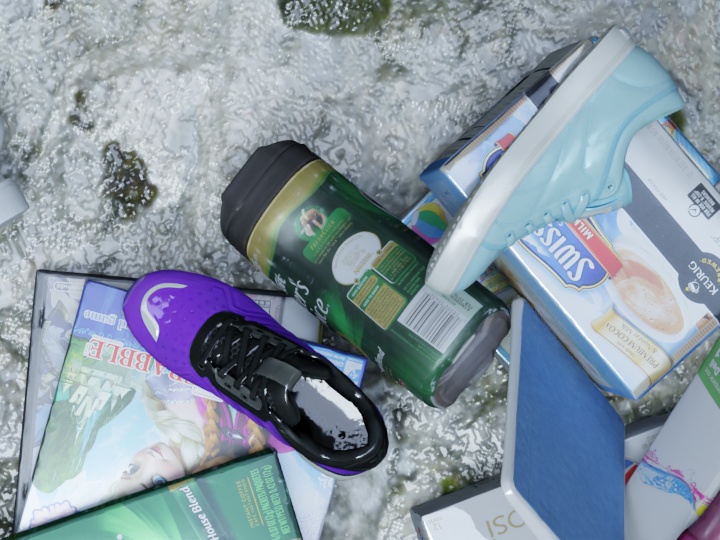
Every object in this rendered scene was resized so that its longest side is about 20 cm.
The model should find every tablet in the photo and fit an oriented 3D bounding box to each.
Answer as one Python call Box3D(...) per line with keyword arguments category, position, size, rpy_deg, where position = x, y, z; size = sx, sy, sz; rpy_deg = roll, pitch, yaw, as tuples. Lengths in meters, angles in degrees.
Box3D(category="tablet", position=(0.130, 0.117, 1.521), size=(0.014, 0.201, 0.130), rpy_deg=(-29, 117, 24))

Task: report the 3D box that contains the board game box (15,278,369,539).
Box3D(category="board game box", position=(-0.115, 0.127, 1.599), size=(0.198, 0.041, 0.201), rpy_deg=(15, 88, -5))

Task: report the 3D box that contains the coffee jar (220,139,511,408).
Box3D(category="coffee jar", position=(0.000, 0.000, 1.583), size=(0.200, 0.104, 0.085), rpy_deg=(39, 88, 16))

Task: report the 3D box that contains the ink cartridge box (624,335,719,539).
Box3D(category="ink cartridge box", position=(0.261, 0.149, 1.570), size=(0.144, 0.084, 0.201), rpy_deg=(17, 115, -27))

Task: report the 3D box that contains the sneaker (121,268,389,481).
Box3D(category="sneaker", position=(-0.061, 0.061, 1.533), size=(0.199, 0.100, 0.070), rpy_deg=(34, 83, -5))

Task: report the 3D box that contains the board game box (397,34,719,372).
Box3D(category="board game box", position=(0.133, -0.045, 1.657), size=(0.200, 0.034, 0.135), rpy_deg=(-43, 94, -5))

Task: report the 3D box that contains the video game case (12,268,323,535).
Box3D(category="video game case", position=(-0.129, 0.099, 1.631), size=(0.198, 0.025, 0.182), rpy_deg=(5, 89, -7))

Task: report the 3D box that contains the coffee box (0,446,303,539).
Box3D(category="coffee box", position=(-0.131, 0.204, 1.554), size=(0.199, 0.044, 0.124), rpy_deg=(-17, 92, -5))

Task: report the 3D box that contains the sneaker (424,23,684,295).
Box3D(category="sneaker", position=(0.123, -0.053, 1.468), size=(0.082, 0.074, 0.200), rpy_deg=(39, 89, 1))

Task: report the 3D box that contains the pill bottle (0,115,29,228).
Box3D(category="pill bottle", position=(-0.303, -0.105, 1.569), size=(0.112, 0.112, 0.201), rpy_deg=(-32, 93, -6))

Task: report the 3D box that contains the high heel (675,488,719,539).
Box3D(category="high heel", position=(0.278, 0.210, 1.519), size=(0.199, 0.067, 0.096), rpy_deg=(31, 98, -18))

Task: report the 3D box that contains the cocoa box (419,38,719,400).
Box3D(category="cocoa box", position=(0.153, -0.032, 1.574), size=(0.131, 0.133, 0.200), rpy_deg=(-41, 93, -4))

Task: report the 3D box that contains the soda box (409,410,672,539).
Box3D(category="soda box", position=(0.139, 0.162, 1.642), size=(0.199, 0.064, 0.069), rpy_deg=(-20, 92, -7))
